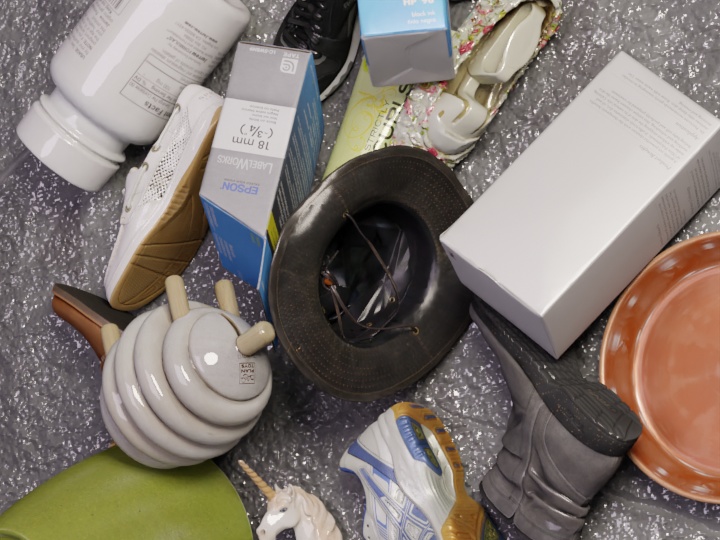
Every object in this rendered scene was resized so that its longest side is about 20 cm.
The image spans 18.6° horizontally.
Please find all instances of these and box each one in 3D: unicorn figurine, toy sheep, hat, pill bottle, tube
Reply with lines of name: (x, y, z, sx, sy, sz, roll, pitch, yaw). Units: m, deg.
unicorn figurine: (-0.025, 0.252, 1.705, 0.200, 0.074, 0.138, 21, 81, 15)
toy sheep: (-0.133, 0.082, 1.695, 0.200, 0.138, 0.138, -37, 64, 45)
hat: (0.000, 0.000, 1.695, 0.081, 0.200, 0.201, 10, 85, 58)
pill bottle: (-0.194, -0.169, 1.837, 0.114, 0.114, 0.200, 44, 102, 26)
tube: (0.009, -0.109, 1.760, 0.058, 0.052, 0.200, 22, 88, -15)

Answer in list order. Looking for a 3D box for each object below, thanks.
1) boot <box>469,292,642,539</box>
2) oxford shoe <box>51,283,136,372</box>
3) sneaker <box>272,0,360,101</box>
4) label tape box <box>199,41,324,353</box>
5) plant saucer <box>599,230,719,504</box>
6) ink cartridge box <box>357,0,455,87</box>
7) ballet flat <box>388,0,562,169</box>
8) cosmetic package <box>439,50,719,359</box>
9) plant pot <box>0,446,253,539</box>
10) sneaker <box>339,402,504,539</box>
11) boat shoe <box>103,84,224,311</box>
boot: (0.119, 0.114, 1.649, 0.200, 0.070, 0.132, 55, 129, 44)
oxford shoe: (-0.194, 0.080, 1.819, 0.200, 0.071, 0.071, 39, 103, 26)
sneaker: (-0.031, -0.224, 1.778, 0.076, 0.088, 0.200, 36, 98, 28)
label tape box: (-0.081, -0.056, 1.711, 0.063, 0.144, 0.200, 9, 68, 8)
plant saucer: (0.272, 0.071, 1.599, 0.200, 0.032, 0.201, -5, 79, 27)
ink cartridge box: (0.028, -0.253, 1.657, 0.067, 0.116, 0.200, -6, 76, 4)
ballet flat: (0.089, -0.148, 1.705, 0.200, 0.076, 0.064, -59, 29, 7)
cosmetic package: (0.168, -0.049, 1.611, 0.200, 0.085, 0.108, -45, 62, -7)
plant pot: (-0.214, 0.233, 1.707, 0.187, 0.200, 0.187, 2, 94, 30)
sneaker: (0.050, 0.203, 1.675, 0.088, 0.075, 0.200, -38, 57, 24)
boat shoe: (-0.164, -0.062, 1.825, 0.069, 0.071, 0.200, 38, 104, 31)
